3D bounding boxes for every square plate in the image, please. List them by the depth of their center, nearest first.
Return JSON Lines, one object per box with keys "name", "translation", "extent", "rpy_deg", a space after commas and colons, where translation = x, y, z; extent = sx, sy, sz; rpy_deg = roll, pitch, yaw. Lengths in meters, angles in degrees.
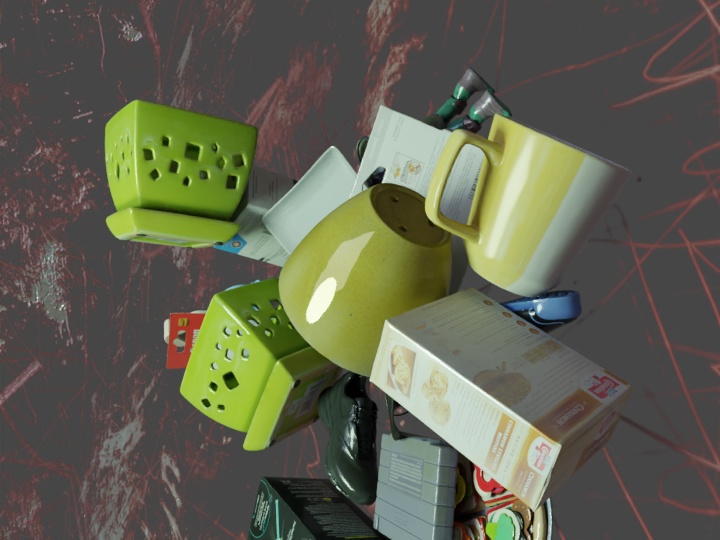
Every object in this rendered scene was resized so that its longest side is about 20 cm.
{"name": "square plate", "translation": [-0.031, -0.058, 1.053], "extent": [0.199, 0.199, 0.028], "rpy_deg": [-37, 6, 38]}

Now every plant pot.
{"name": "plant pot", "translation": [0.024, -0.007, 0.765], "extent": [0.144, 0.195, 0.203], "rpy_deg": [-59, 36, 35]}
{"name": "plant pot", "translation": [-0.286, -0.135, 1.077], "extent": [0.198, 0.194, 0.188], "rpy_deg": [-3, 82, 58]}
{"name": "plant pot", "translation": [-0.139, 0.150, 1.102], "extent": [0.180, 0.197, 0.204], "rpy_deg": [38, 119, 25]}

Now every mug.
{"name": "mug", "translation": [0.162, -0.069, 0.723], "extent": [0.150, 0.182, 0.157], "rpy_deg": [-53, -14, -72]}

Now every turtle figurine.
{"name": "turtle figurine", "translation": [0.105, -0.164, 0.927], "extent": [0.200, 0.099, 0.152], "rpy_deg": [-47, 56, 24]}

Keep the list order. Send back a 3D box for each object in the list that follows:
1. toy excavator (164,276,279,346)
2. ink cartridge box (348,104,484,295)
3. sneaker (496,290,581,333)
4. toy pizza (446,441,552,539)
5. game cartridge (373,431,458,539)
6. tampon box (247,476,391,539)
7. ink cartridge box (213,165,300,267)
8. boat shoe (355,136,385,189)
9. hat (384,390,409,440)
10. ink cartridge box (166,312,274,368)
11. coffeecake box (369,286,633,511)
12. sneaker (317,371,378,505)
{"name": "toy excavator", "translation": [-0.256, 0.087, 1.330], "extent": [0.195, 0.196, 0.102], "rpy_deg": [-46, 43, 40]}
{"name": "ink cartridge box", "translation": [0.075, -0.082, 0.880], "extent": [0.045, 0.172, 0.205], "rpy_deg": [-40, -28, -70]}
{"name": "sneaker", "translation": [0.167, 0.076, 0.781], "extent": [0.198, 0.069, 0.080], "rpy_deg": [-20, 84, 49]}
{"name": "toy pizza", "translation": [0.136, 0.271, 0.787], "extent": [0.199, 0.031, 0.206], "rpy_deg": [-27, 57, 52]}
{"name": "game cartridge", "translation": [0.066, 0.272, 0.862], "extent": [0.199, 0.037, 0.134], "rpy_deg": [156, 125, -71]}
{"name": "tampon box", "translation": [-0.065, 0.405, 0.980], "extent": [0.199, 0.123, 0.154], "rpy_deg": [21, 98, 57]}
{"name": "ink cartridge box", "translation": [-0.134, -0.082, 1.190], "extent": [0.145, 0.196, 0.087], "rpy_deg": [-38, 46, 45]}
{"name": "boat shoe", "translation": [0.041, -0.131, 1.051], "extent": [0.077, 0.059, 0.202], "rpy_deg": [-59, 36, 27]}
{"name": "hat", "translation": [0.062, 0.115, 0.887], "extent": [0.201, 0.078, 0.207], "rpy_deg": [169, 91, -90]}
{"name": "ink cartridge box", "translation": [-0.250, 0.144, 1.267], "extent": [0.163, 0.194, 0.051], "rpy_deg": [109, 152, -42]}
{"name": "coffeecake box", "translation": [0.133, 0.109, 0.666], "extent": [0.198, 0.151, 0.075], "rpy_deg": [33, 122, 34]}
{"name": "sneaker", "translation": [-0.009, 0.234, 1.000], "extent": [0.091, 0.074, 0.203], "rpy_deg": [-49, 42, 32]}
